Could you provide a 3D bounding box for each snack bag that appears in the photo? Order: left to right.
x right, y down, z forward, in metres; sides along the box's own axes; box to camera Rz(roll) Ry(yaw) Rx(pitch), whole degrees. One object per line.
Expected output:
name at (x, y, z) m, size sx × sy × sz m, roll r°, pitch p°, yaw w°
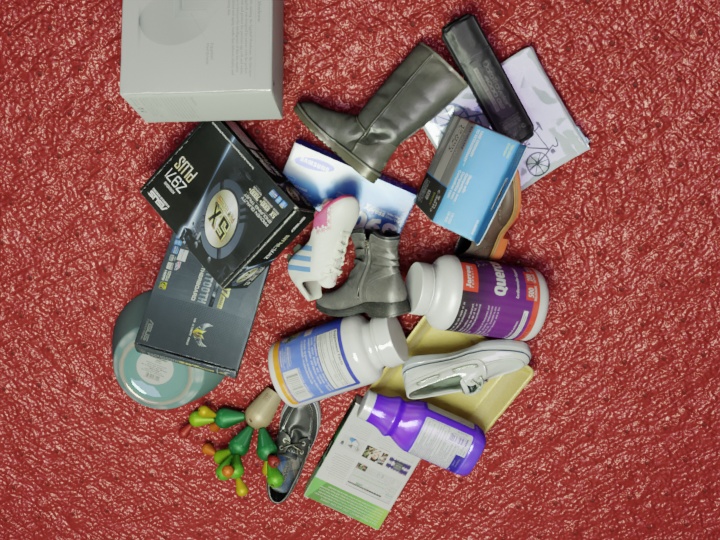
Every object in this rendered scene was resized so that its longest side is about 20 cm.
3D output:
snack bag at (0.210, -0.207, 1.287) m, size 0.200 × 0.021 × 0.189 m, roll -32°, pitch 104°, yaw 13°

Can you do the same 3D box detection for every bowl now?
bowl at (-0.310, 0.140, 1.382) m, size 0.200 × 0.105 × 0.201 m, roll 1°, pitch 109°, yaw 2°

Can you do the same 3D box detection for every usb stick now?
usb stick at (0.182, -0.268, 1.240) m, size 0.055 × 0.033 × 0.200 m, roll -31°, pitch 105°, yaw 5°

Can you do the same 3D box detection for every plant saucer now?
plant saucer at (0.140, 0.174, 1.401) m, size 0.200 × 0.048 × 0.200 m, roll 34°, pitch 107°, yaw -8°

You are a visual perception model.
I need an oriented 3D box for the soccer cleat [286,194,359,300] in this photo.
soccer cleat at (-0.043, -0.029, 1.272) m, size 0.086 × 0.070 × 0.200 m, roll 63°, pitch 143°, yaw 20°

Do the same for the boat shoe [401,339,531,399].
boat shoe at (0.162, 0.160, 1.325) m, size 0.199 × 0.067 × 0.074 m, roll -13°, pitch 138°, yaw 15°

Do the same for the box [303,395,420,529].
box at (0.011, 0.323, 1.463) m, size 0.144 × 0.036 × 0.200 m, roll 27°, pitch 106°, yaw -6°

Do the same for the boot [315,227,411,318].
boot at (0.000, 0.000, 1.310) m, size 0.200 × 0.070 × 0.132 m, roll -2°, pitch 98°, yaw 47°

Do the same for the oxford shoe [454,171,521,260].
oxford shoe at (0.182, -0.088, 1.264) m, size 0.072 × 0.071 × 0.200 m, roll -5°, pitch 132°, yaw -13°

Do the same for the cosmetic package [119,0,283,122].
cosmetic package at (-0.208, -0.315, 1.185) m, size 0.199 × 0.123 × 0.200 m, roll -1°, pitch 82°, yaw 4°

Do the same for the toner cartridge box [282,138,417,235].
toner cartridge box at (-0.023, -0.114, 1.317) m, size 0.200 × 0.043 × 0.095 m, roll 22°, pitch 106°, yaw -4°

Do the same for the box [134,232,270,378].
box at (-0.234, 0.047, 1.319) m, size 0.157 × 0.051 × 0.200 m, roll 16°, pitch 69°, yaw -3°

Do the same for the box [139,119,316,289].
box at (-0.191, -0.100, 1.269) m, size 0.164 × 0.086 × 0.200 m, roll -44°, pitch 78°, yaw 13°

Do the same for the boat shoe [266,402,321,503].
boat shoe at (-0.116, 0.296, 1.443) m, size 0.070 × 0.066 × 0.200 m, roll 20°, pitch 108°, yaw -4°

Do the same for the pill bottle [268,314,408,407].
pill bottle at (-0.032, 0.132, 1.350) m, size 0.200 × 0.112 × 0.112 m, roll -21°, pitch 106°, yaw 17°

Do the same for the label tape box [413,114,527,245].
label tape box at (0.144, -0.128, 1.191) m, size 0.066 × 0.200 × 0.144 m, roll 22°, pitch 102°, yaw -11°

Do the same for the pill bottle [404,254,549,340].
pill bottle at (0.171, 0.039, 1.299) m, size 0.199 × 0.112 × 0.113 m, roll 8°, pitch 109°, yaw -17°

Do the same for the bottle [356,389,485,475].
bottle at (0.093, 0.248, 1.368) m, size 0.200 × 0.065 × 0.084 m, roll 24°, pitch 107°, yaw -5°

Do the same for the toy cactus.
toy cactus at (-0.192, 0.261, 1.415) m, size 0.200 × 0.102 × 0.165 m, roll 28°, pitch 79°, yaw 32°

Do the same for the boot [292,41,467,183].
boot at (0.026, -0.248, 1.256) m, size 0.182 × 0.073 × 0.200 m, roll 40°, pitch 101°, yaw 7°
